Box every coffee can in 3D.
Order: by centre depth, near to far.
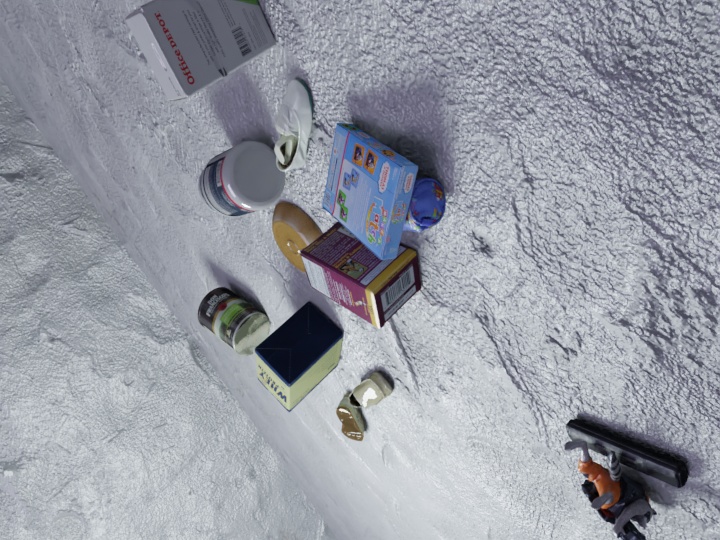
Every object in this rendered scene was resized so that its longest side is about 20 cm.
[{"bbox_3d":[-0.405,0.162,1.982,0.198,0.146,0.148,28,146,35],"label":"coffee can"}]

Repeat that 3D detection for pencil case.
[{"bbox_3d":[0.057,-0.099,1.036,0.199,0.077,0.089,-4,87,58],"label":"pencil case"}]

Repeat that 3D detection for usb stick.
[{"bbox_3d":[0.433,0.297,1.017,0.198,0.033,0.056,16,146,48],"label":"usb stick"}]

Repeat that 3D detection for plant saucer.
[{"bbox_3d":[-0.145,-0.063,1.436,0.199,0.035,0.202,37,150,25],"label":"plant saucer"}]

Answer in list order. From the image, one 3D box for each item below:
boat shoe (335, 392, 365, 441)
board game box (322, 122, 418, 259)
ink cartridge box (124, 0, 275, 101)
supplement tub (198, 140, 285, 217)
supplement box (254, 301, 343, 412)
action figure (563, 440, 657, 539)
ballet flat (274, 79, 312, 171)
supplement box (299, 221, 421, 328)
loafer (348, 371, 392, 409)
[{"bbox_3d":[-0.023,0.449,1.870,0.072,0.063,0.202,7,139,17],"label":"boat shoe"},{"bbox_3d":[0.008,-0.132,1.003,0.200,0.036,0.154,44,130,46],"label":"board game box"},{"bbox_3d":[-0.260,-0.393,1.021,0.083,0.199,0.147,11,134,50],"label":"ink cartridge box"},{"bbox_3d":[-0.260,-0.192,1.335,0.199,0.140,0.142,-2,124,57],"label":"supplement tub"},{"bbox_3d":[-0.164,0.231,1.647,0.134,0.199,0.201,40,153,18],"label":"supplement box"},{"bbox_3d":[0.433,0.380,1.014,0.193,0.105,0.201,37,-169,-32],"label":"action figure"},{"bbox_3d":[-0.129,-0.255,1.142,0.069,0.069,0.201,40,151,17],"label":"ballet flat"},{"bbox_3d":[0.000,0.000,1.192,0.198,0.131,0.104,29,147,36],"label":"supplement box"},{"bbox_3d":[0.023,0.324,1.623,0.076,0.068,0.200,47,152,5],"label":"loafer"}]
